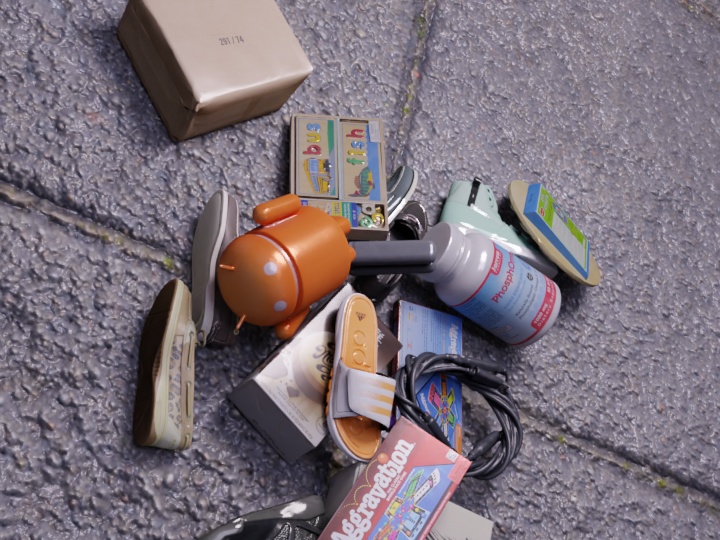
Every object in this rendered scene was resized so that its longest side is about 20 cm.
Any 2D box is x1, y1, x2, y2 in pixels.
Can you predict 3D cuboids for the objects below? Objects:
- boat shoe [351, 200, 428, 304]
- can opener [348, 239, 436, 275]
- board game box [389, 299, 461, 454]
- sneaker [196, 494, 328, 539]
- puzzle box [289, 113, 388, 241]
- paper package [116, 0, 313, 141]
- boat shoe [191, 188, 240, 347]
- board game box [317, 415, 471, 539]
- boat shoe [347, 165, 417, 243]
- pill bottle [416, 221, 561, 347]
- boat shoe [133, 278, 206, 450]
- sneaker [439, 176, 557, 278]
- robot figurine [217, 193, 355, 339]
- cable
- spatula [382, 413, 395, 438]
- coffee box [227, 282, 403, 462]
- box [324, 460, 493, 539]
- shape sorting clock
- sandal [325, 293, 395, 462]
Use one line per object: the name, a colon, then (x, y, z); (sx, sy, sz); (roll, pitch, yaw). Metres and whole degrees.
boat shoe: (0.054, -0.032, 1.597); (0.067, 0.057, 0.200); (39, 52, -9)
can opener: (0.000, 0.000, 1.497); (0.198, 0.053, 0.067); (-2, 63, 1)
board game box: (0.089, 0.144, 1.544); (0.102, 0.019, 0.201); (16, 59, -23)
sneaker: (-0.109, 0.331, 1.299); (0.198, 0.076, 0.115); (-6, 63, -40)
puzzle box: (-0.032, -0.130, 1.569); (0.132, 0.025, 0.201); (2, 55, -7)
paper package: (-0.197, -0.295, 1.547); (0.199, 0.103, 0.191); (-23, 80, -37)
boat shoe: (-0.172, -0.003, 1.436); (0.059, 0.072, 0.201); (18, 62, -30)
board game box: (0.036, 0.273, 1.330); (0.103, 0.019, 0.200); (32, 61, 9)
boat shoe: (0.014, -0.086, 1.592); (0.062, 0.073, 0.200); (42, 57, -11)
pill bottle: (0.173, 0.017, 1.599); (0.199, 0.109, 0.109); (31, 53, -24)
boat shoe: (-0.220, 0.110, 1.352); (0.062, 0.073, 0.201); (17, 69, -30)
sneaker: (0.211, -0.065, 1.700); (0.199, 0.074, 0.119); (23, 59, -19)
robot figurine: (-0.090, -0.004, 1.386); (0.117, 0.144, 0.200); (44, 44, 15)
cable: (0.120, 0.186, 1.498); (0.199, 0.051, 0.164); (15, 64, -28)
spatula: (0.046, 0.219, 1.433); (0.056, 0.021, 0.200); (-23, 45, -23)
coffee box: (-0.053, 0.124, 1.435); (0.113, 0.080, 0.200); (48, 52, -5)
box: (0.058, 0.308, 1.413); (0.199, 0.082, 0.069); (26, 57, -17)
shape sorting clock: (0.289, -0.055, 1.731); (0.200, 0.039, 0.201); (42, 25, -25)
sandal: (0.005, 0.122, 1.382); (0.079, 0.059, 0.208); (13, 68, -36)
